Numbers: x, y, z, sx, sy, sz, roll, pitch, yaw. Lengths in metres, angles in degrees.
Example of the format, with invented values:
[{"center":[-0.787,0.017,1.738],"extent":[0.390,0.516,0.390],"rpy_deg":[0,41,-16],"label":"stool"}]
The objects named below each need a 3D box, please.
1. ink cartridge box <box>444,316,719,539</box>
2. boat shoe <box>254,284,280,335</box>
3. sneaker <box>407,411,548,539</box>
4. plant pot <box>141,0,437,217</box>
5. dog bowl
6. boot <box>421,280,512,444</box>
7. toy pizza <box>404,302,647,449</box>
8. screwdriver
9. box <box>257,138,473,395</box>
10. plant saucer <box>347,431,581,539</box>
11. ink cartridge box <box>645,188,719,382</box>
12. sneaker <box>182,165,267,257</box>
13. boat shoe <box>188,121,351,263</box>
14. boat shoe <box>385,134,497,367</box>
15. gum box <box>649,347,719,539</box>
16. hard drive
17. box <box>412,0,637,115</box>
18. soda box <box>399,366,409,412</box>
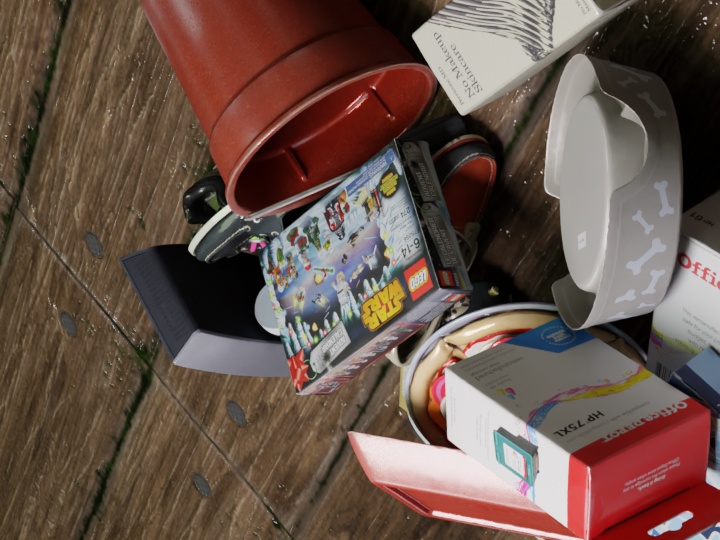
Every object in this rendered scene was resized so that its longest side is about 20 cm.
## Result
[{"center":[0.165,0.118,1.523],"extent":[0.200,0.116,0.067],"rpy_deg":[33,136,44],"label":"ink cartridge box"},{"center":[0.009,0.031,1.946],"extent":[0.200,0.091,0.071],"rpy_deg":[-7,68,32],"label":"boat shoe"},{"center":[0.116,0.178,1.910],"extent":[0.200,0.074,0.080],"rpy_deg":[36,144,32],"label":"sneaker"},{"center":[-0.071,-0.181,1.780],"extent":[0.195,0.201,0.201],"rpy_deg":[57,148,18],"label":"plant pot"},{"center":[0.183,-0.056,1.562],"extent":[0.200,0.059,0.200],"rpy_deg":[-179,90,-83],"label":"dog bowl"},{"center":[0.137,0.072,1.781],"extent":[0.204,0.073,0.154],"rpy_deg":[-22,62,22],"label":"boot"},{"center":[0.134,0.104,1.676],"extent":[0.200,0.032,0.200],"rpy_deg":[3,133,4],"label":"toy pizza"},{"center":[-0.004,-0.082,1.778],"extent":[0.029,0.200,0.028],"rpy_deg":[-64,-49,-79],"label":"screwdriver"},{"center":[0.000,0.000,1.760],"extent":[0.200,0.040,0.137],"rpy_deg":[-39,60,42],"label":"box"},{"center":[0.105,0.179,1.709],"extent":[0.200,0.037,0.200],"rpy_deg":[9,168,19],"label":"plant saucer"},{"center":[0.290,0.056,1.569],"extent":[0.145,0.085,0.200],"rpy_deg":[35,142,32],"label":"ink cartridge box"},{"center":[-0.090,-0.041,1.993],"extent":[0.200,0.087,0.074],"rpy_deg":[30,137,37],"label":"sneaker"},{"center":[-0.065,-0.053,1.906],"extent":[0.199,0.075,0.066],"rpy_deg":[-36,84,17],"label":"boat shoe"},{"center":[0.062,-0.016,1.768],"extent":[0.200,0.071,0.063],"rpy_deg":[-62,32,19],"label":"boat shoe"},{"center":[0.273,0.178,1.574],"extent":[0.170,0.045,0.200],"rpy_deg":[44,146,22],"label":"gum box"},{"center":[-0.124,0.035,2.002],"extent":[0.042,0.200,0.135],"rpy_deg":[-43,62,25],"label":"hard drive"},{"center":[0.126,-0.194,1.602],"extent":[0.082,0.068,0.200],"rpy_deg":[58,147,2],"label":"box"},{"center":[0.126,0.129,1.860],"extent":[0.200,0.068,0.064],"rpy_deg":[35,141,32],"label":"soda box"}]
